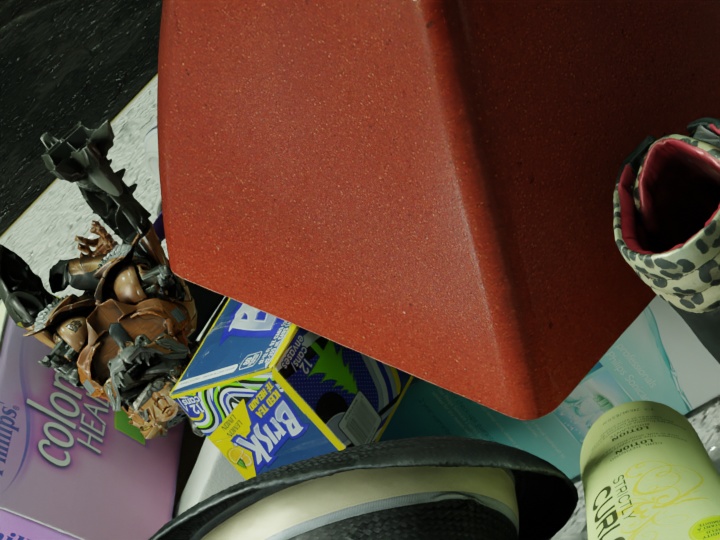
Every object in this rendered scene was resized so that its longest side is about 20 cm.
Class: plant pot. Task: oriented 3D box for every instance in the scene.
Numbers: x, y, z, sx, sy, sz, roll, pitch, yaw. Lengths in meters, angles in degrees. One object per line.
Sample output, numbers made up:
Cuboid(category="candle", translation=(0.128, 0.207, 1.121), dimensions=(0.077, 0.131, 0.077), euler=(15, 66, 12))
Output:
Cuboid(category="plant pot", translation=(0.035, -0.094, 1.132), dimensions=(0.200, 0.177, 0.200), euler=(22, 54, 34))

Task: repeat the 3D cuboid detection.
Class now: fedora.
Cuboid(category="fedora", translation=(0.000, 0.143, 1.133), dimensions=(0.200, 0.200, 0.092), euler=(-28, 60, 30))

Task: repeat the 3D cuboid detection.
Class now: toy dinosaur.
Cuboid(category="toy dinosaur", translation=(-0.119, 0.015, 1.289), dimensions=(0.102, 0.136, 0.200), euler=(-46, 19, -17))

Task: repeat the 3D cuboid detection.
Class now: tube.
Cuboid(category="tube", translation=(0.114, 0.096, 1.066), dimensions=(0.058, 0.052, 0.200), euler=(-62, 5, 12))

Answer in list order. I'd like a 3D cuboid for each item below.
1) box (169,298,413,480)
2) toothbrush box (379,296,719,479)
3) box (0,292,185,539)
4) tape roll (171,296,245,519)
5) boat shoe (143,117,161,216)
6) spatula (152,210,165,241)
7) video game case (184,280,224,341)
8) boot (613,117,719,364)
Cuboid(category="box", translation=(0.000, 0.000, 1.237), dimensions=(0.070, 0.064, 0.200), euler=(-18, 31, 44))
Cuboid(category="toothbrush box", translation=(0.086, 0.015, 1.267), dimensions=(0.200, 0.085, 0.147), euler=(-33, 24, 21))
Cuboid(category="box", translation=(-0.165, 0.142, 1.330), dimensions=(0.176, 0.096, 0.200), euler=(-88, 23, -59))
Cuboid(category="tape roll", translation=(-0.070, 0.093, 1.332), dimensions=(0.203, 0.037, 0.203), euler=(-62, 11, 21))
Cuboid(category="boat shoe", translation=(-0.088, -0.042, 1.666), dimensions=(0.066, 0.072, 0.200), euler=(-42, 31, -13))
Cuboid(category="spatula", translation=(-0.044, -0.089, 1.374), dimensions=(0.200, 0.021, 0.057), euler=(-59, -1, -26))
Cuboid(category="video game case", translation=(-0.037, -0.055, 1.386), dimensions=(0.181, 0.025, 0.200), euler=(-60, 3, -35))
Cuboid(category="boot", translation=(0.165, -0.010, 1.099), dimensions=(0.073, 0.154, 0.204), euler=(-30, 26, 25))
